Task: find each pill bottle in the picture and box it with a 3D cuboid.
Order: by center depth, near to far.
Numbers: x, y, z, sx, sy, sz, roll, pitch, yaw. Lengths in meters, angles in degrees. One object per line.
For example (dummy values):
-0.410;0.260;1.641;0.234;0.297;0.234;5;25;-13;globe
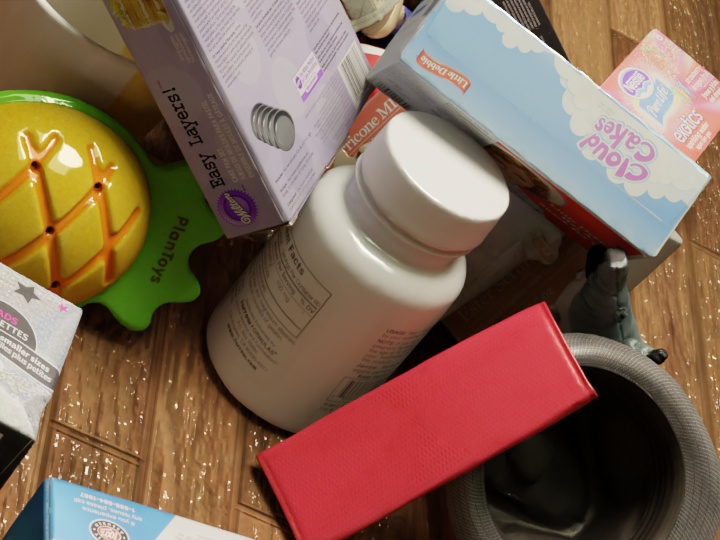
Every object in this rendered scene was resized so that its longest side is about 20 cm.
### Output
0.000;0.000;1.575;0.114;0.200;0.114;26;36;-20;pill bottle

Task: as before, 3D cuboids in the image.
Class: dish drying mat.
0.039;0.095;1.532;0.077;0.200;0.018;62;4;26;dish drying mat

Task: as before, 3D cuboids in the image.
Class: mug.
-0.172;-0.113;1.592;0.187;0.153;0.149;46;34;10;mug

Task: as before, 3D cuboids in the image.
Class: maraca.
-0.176;-0.034;1.519;0.200;0.137;0.107;18;17;-25;maraca

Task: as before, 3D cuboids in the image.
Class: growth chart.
0.038;-0.028;1.677;0.145;0.200;0.018;62;7;16;growth chart

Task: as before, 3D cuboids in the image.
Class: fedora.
0.125;0.128;1.615;0.200;0.177;0.090;40;-10;-26;fedora

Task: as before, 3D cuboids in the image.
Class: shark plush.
0.170;0.035;1.630;0.091;0.200;0.083;-36;62;-29;shark plush

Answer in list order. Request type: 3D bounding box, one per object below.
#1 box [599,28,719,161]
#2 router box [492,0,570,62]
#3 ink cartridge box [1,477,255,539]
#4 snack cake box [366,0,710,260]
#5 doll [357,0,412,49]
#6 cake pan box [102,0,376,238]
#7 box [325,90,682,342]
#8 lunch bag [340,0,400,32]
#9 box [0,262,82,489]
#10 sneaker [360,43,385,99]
0.206;-0.094;1.963;0.095;0.103;0.200;40;35;3;box
0.086;-0.229;1.942;0.200;0.062;0.150;55;6;-49;router box
-0.113;0.222;1.316;0.146;0.086;0.200;20;39;-24;ink cartridge box
0.108;-0.090;1.581;0.200;0.067;0.115;38;-8;-7;snack cake box
0.066;-0.143;1.901;0.200;0.048;0.136;36;-13;-34;doll
-0.069;-0.146;1.544;0.184;0.052;0.200;64;29;-24;cake pan box
0.092;-0.047;1.736;0.200;0.152;0.106;50;10;17;box
-0.043;-0.259;1.782;0.200;0.118;0.164;-99;164;-70;lunch bag
-0.269;0.042;1.340;0.200;0.132;0.115;30;36;-13;box
-0.024;-0.112;1.761;0.200;0.078;0.116;0;19;-27;sneaker
